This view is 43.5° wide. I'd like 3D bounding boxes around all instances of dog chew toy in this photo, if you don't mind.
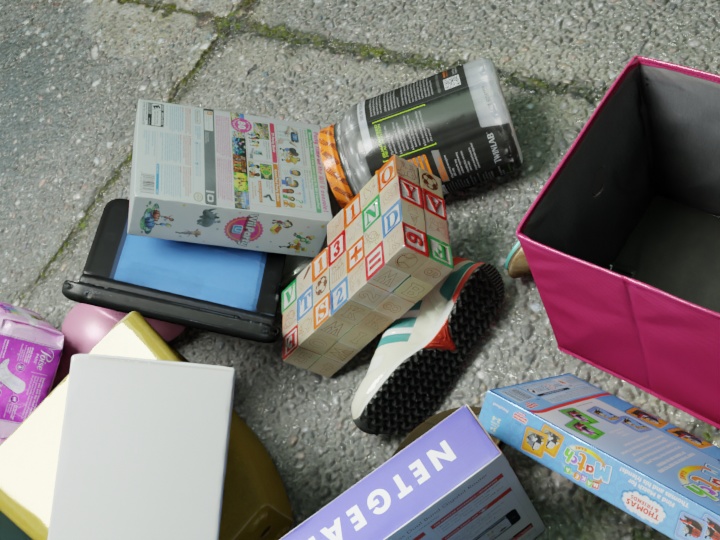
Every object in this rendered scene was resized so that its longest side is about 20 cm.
[{"bbox_3d":[-0.263,0.066,0.976,0.124,0.125,0.201,23,78,34],"label":"dog chew toy"}]

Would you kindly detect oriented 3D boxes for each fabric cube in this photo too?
[{"bbox_3d":[0.274,-0.016,0.736,0.199,0.200,0.197,25,70,35],"label":"fabric cube"}]

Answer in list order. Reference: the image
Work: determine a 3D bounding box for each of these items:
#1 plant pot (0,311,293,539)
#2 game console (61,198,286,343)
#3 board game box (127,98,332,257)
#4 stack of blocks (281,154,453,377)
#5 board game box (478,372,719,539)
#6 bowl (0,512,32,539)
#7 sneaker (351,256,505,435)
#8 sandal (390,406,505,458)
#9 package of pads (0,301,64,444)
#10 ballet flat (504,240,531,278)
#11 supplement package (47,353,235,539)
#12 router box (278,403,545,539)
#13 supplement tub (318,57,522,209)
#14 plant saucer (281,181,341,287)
[{"bbox_3d":[-0.174,0.197,0.808,0.199,0.196,0.194,38,78,21],"label":"plant pot"},{"bbox_3d":[-0.171,-0.006,0.883,0.198,0.176,0.118,13,85,-9],"label":"game console"},{"bbox_3d":[-0.136,-0.096,0.938,0.198,0.065,0.149,6,49,-17],"label":"board game box"},{"bbox_3d":[0.000,0.000,0.871,0.200,0.058,0.116,-44,36,36],"label":"stack of blocks"},{"bbox_3d":[0.210,0.142,0.695,0.199,0.151,0.037,25,105,35],"label":"board game box"},{"bbox_3d":[-0.401,0.275,0.894,0.199,0.105,0.203,-16,50,20],"label":"bowl"},{"bbox_3d":[0.051,0.067,0.874,0.200,0.070,0.093,-51,35,-11],"label":"sneaker"},{"bbox_3d":[0.054,0.199,0.785,0.200,0.054,0.082,-50,34,5],"label":"sandal"},{"bbox_3d":[-0.378,0.103,0.962,0.199,0.075,0.122,9,81,63],"label":"package of pads"},{"bbox_3d":[0.224,-0.058,0.881,0.072,0.068,0.200,34,71,20],"label":"ballet flat"},{"bbox_3d":[-0.159,0.167,0.660,0.116,0.117,0.203,6,82,-9],"label":"supplement package"},{"bbox_3d":[0.038,0.213,0.700,0.199,0.180,0.049,-35,52,-2],"label":"router box"},{"bbox_3d":[0.063,-0.136,0.959,0.198,0.123,0.124,-17,53,12],"label":"supplement tub"},{"bbox_3d":[-0.114,-0.070,1.040,0.198,0.050,0.202,-11,55,17],"label":"plant saucer"}]
